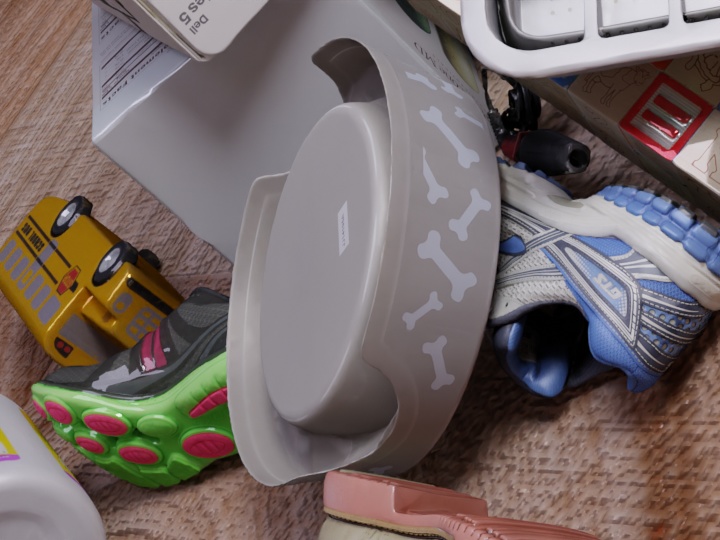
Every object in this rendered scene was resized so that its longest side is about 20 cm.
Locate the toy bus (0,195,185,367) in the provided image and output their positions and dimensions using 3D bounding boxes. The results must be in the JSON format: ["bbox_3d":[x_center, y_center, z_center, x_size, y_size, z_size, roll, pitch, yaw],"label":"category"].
[{"bbox_3d":[-0.155,0.014,1.326,0.078,0.065,0.200,-50,26,-1],"label":"toy bus"}]

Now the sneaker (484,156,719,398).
[{"bbox_3d":[0.074,0.006,0.967,0.085,0.077,0.200,-59,27,-10],"label":"sneaker"}]

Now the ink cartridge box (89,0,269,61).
[{"bbox_3d":[-0.088,-0.197,1.135,0.146,0.084,0.200,-48,27,-4],"label":"ink cartridge box"}]

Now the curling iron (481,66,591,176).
[{"bbox_3d":[0.079,-0.064,1.043,0.026,0.050,0.200,-15,13,0],"label":"curling iron"}]

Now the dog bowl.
[{"bbox_3d":[0.000,0.000,1.000,0.200,0.059,0.200,-170,90,-70],"label":"dog bowl"}]

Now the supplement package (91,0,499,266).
[{"bbox_3d":[-0.041,-0.115,1.218,0.151,0.152,0.200,-39,28,16],"label":"supplement package"}]

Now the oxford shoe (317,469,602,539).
[{"bbox_3d":[0.047,0.129,0.873,0.200,0.071,0.074,12,89,61],"label":"oxford shoe"}]

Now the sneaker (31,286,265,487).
[{"bbox_3d":[-0.086,0.056,1.164,0.200,0.077,0.084,-12,37,37],"label":"sneaker"}]

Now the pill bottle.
[{"bbox_3d":[-0.208,0.124,1.216,0.104,0.104,0.200,-50,25,-2],"label":"pill bottle"}]

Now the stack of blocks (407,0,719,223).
[{"bbox_3d":[0.119,-0.117,0.956,0.200,0.059,0.115,38,88,28],"label":"stack of blocks"}]

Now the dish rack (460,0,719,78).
[{"bbox_3d":[0.125,-0.170,0.915,0.172,0.044,0.200,-9,68,18],"label":"dish rack"}]
